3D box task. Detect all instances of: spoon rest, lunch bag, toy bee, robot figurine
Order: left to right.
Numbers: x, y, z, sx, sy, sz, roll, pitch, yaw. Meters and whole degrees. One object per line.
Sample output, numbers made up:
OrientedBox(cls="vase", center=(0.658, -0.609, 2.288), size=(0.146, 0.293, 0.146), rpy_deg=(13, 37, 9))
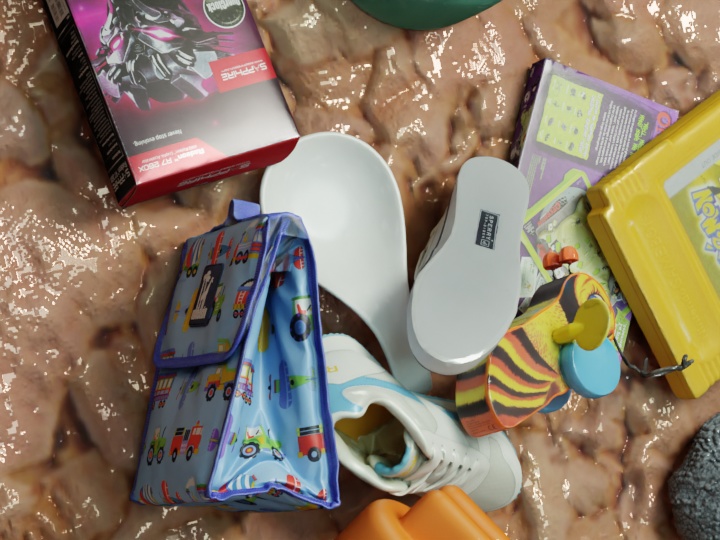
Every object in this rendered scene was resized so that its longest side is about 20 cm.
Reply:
OrientedBox(cls="lunch bag", center=(-0.076, 0.053, 1.415), size=(0.094, 0.151, 0.200), rpy_deg=(7, 80, -23))
OrientedBox(cls="spoon rest", center=(0.000, 0.000, 1.504), size=(0.099, 0.061, 0.200), rpy_deg=(-25, 95, -18))
OrientedBox(cls="robot figurine", center=(0.008, 0.229, 1.421), size=(0.117, 0.144, 0.200), rpy_deg=(37, 102, -27))
OrientedBox(cls="toy bee", center=(0.132, 0.044, 1.520), size=(0.200, 0.131, 0.109), rpy_deg=(-11, 81, -62))

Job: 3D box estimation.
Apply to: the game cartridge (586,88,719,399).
OrientedBox(cls="game cartridge", center=(0.271, -0.030, 1.630), size=(0.200, 0.032, 0.176), rpy_deg=(-37, 106, -30))

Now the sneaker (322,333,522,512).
OrientedBox(cls="sneaker", center=(0.034, 0.121, 1.472), size=(0.200, 0.081, 0.077), rpy_deg=(31, 112, -32))

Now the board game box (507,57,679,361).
OrientedBox(cls="board game box", center=(0.158, -0.042, 1.602), size=(0.120, 0.032, 0.200), rpy_deg=(19, 76, -17))

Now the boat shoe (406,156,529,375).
OrientedBox(cls="boat shoe", center=(0.068, 0.006, 1.497), size=(0.072, 0.066, 0.200), rpy_deg=(17, 45, -5))

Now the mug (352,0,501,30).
OrientedBox(cls="mug", center=(0.045, -0.253, 1.531), size=(0.185, 0.114, 0.152), rpy_deg=(-6, 86, -25))

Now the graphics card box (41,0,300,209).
OrientedBox(cls="graphics card box", center=(-0.134, -0.154, 1.458), size=(0.125, 0.051, 0.200), rpy_deg=(-17, 81, -24))

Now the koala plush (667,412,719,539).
OrientedBox(cls="koala plush", center=(0.341, 0.158, 1.563), size=(0.184, 0.200, 0.178), rpy_deg=(-4, 85, -25))
